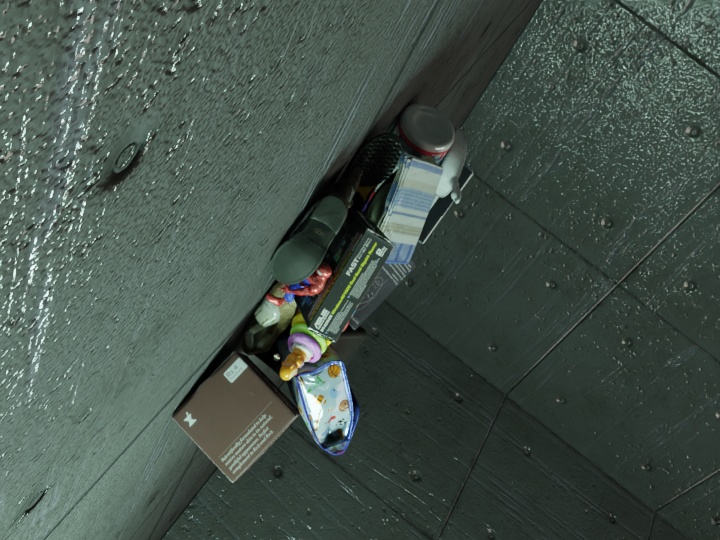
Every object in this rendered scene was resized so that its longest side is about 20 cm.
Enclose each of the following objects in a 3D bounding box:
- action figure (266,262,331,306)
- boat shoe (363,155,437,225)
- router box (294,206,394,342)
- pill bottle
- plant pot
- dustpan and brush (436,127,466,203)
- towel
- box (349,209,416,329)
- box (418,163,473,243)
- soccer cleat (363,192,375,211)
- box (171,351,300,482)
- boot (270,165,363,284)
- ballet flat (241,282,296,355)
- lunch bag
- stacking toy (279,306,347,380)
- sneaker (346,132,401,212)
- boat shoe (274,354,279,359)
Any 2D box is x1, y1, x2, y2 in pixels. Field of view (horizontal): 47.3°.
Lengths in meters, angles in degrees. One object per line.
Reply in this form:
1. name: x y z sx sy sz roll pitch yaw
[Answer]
1. action figure: -0.103 0.018 1.410 0.199 0.052 0.066 -17 -142 55
2. boat shoe: 0.070 -0.145 1.558 0.201 0.072 0.060 -42 -159 -31
3. router box: -0.034 0.002 1.423 0.202 0.061 0.150 -59 -157 10
4. pill bottle: 0.102 -0.232 1.694 0.120 0.119 0.201 -51 176 -40
5. plant pot: -0.131 0.154 1.793 0.201 0.198 0.177 -53 167 2
6. dustpan and brush: 0.183 -0.192 1.680 0.141 0.056 0.201 -61 -174 29
7. towel: 0.083 -0.109 1.502 0.146 0.024 0.204 2 110 -57
8. box: 0.000 0.000 1.756 0.200 0.107 0.149 -45 146 -2
9. box: 0.132 -0.198 1.900 0.202 0.123 0.197 -54 -160 7
10. soccer cleat: -0.019 -0.093 1.779 0.201 0.073 0.068 -54 177 -17
11. box: -0.227 0.271 1.545 0.166 0.164 0.200 -45 176 -6
12. boot: -0.065 -0.076 1.382 0.200 0.069 0.175 -48 -173 20
13. ballet flat: -0.177 0.099 1.563 0.065 0.071 0.202 -26 153 -44
14. lunch bag: -0.077 0.240 1.628 0.121 0.204 0.170 -16 -157 -11
15. stacking toy: -0.097 0.126 1.532 0.116 0.109 0.201 -51 -173 50
16. sneaker: 0.007 -0.175 1.491 0.201 0.069 0.090 -56 -168 25
17. boat shoe: -0.162 0.132 2.012 0.062 0.071 0.201 -36 -164 41
